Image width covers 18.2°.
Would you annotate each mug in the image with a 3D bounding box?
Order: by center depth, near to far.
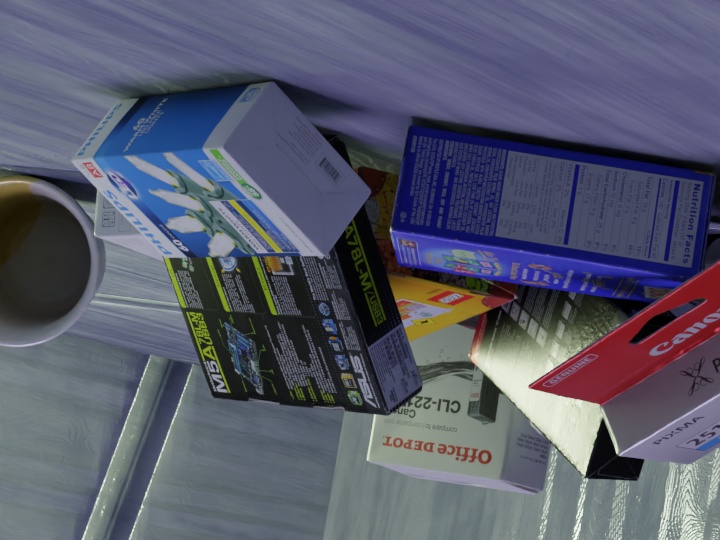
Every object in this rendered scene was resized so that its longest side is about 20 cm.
[{"bbox_3d":[-0.306,-0.027,2.059,0.148,0.188,0.153,-23,179,5],"label":"mug"}]

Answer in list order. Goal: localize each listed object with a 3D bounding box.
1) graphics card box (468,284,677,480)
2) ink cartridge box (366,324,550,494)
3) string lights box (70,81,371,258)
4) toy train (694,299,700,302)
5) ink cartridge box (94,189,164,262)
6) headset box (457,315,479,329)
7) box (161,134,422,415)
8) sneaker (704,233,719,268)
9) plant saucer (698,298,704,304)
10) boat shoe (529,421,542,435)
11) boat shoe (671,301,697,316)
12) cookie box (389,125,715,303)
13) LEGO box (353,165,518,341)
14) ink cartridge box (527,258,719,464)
[{"bbox_3d":[0.153,0.052,1.633,0.050,0.127,0.200,6,-160,-25],"label":"graphics card box"},{"bbox_3d":[0.098,0.086,1.976,0.143,0.202,0.084,5,172,33],"label":"ink cartridge box"},{"bbox_3d":[-0.093,-0.062,1.459,0.103,0.059,0.199,47,155,-25],"label":"string lights box"},{"bbox_3d":[0.326,0.021,1.762,0.199,0.046,0.034,13,172,-28],"label":"toy train"},{"bbox_3d":[-0.103,-0.044,1.809,0.198,0.051,0.109,-3,168,27],"label":"ink cartridge box"},{"bbox_3d":[0.149,0.011,1.812,0.199,0.078,0.149,8,173,31],"label":"headset box"},{"bbox_3d":[-0.062,0.002,1.599,0.047,0.201,0.192,-33,-157,-36],"label":"box"},{"bbox_3d":[0.320,0.007,1.631,0.199,0.072,0.083,22,180,-33],"label":"sneaker"},{"bbox_3d":[0.318,0.020,1.525,0.198,0.037,0.201,-3,146,-2],"label":"plant saucer"},{"bbox_3d":[0.184,0.082,1.909,0.068,0.075,0.200,8,-154,29],"label":"boat shoe"},{"bbox_3d":[0.312,0.057,1.977,0.199,0.074,0.067,26,-136,36],"label":"boat shoe"},{"bbox_3d":[0.124,-0.032,1.479,0.198,0.076,0.171,9,174,3],"label":"cookie box"},{"bbox_3d":[0.000,0.000,1.698,0.148,0.078,0.199,12,157,-35],"label":"LEGO box"},{"bbox_3d":[0.235,0.056,1.448,0.200,0.045,0.175,-36,151,30],"label":"ink cartridge box"}]
